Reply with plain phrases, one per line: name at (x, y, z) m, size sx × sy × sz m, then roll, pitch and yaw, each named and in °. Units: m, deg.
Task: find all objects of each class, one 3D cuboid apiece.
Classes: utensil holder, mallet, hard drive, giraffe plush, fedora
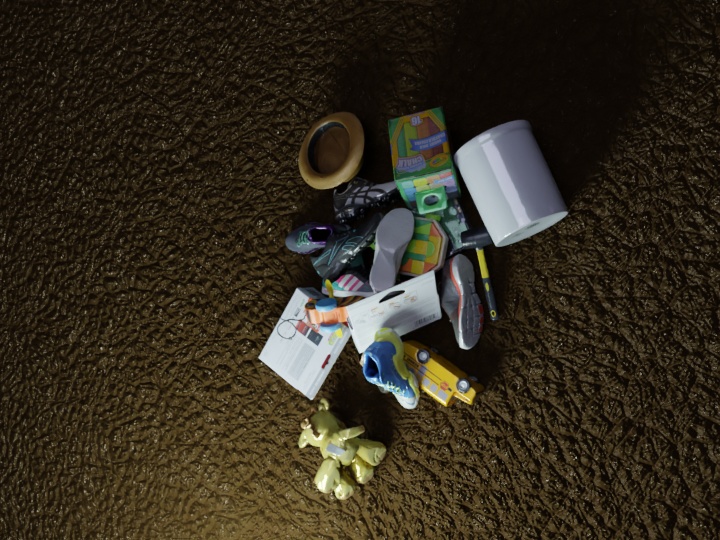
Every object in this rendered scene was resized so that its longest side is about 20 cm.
utensil holder at (0.303, -0.172, 1.401) m, size 0.169 × 0.170 × 0.201 m, roll -28°, pitch 77°, yaw 23°
mallet at (0.252, 0.008, 1.469) m, size 0.065 × 0.041 × 0.202 m, roll -3°, pitch 102°, yaw 23°
hard drive at (0.146, -0.077, 1.547) m, size 0.199 × 0.038 × 0.140 m, roll -29°, pitch 75°, yaw 24°
giraffe plush at (-0.064, 0.388, 1.576) m, size 0.172 × 0.201 × 0.162 m, roll -39°, pitch 42°, yaw -12°
fedora at (-0.053, -0.268, 1.620) m, size 0.200 × 0.082 × 0.202 m, roll -14°, pitch 63°, yaw 31°

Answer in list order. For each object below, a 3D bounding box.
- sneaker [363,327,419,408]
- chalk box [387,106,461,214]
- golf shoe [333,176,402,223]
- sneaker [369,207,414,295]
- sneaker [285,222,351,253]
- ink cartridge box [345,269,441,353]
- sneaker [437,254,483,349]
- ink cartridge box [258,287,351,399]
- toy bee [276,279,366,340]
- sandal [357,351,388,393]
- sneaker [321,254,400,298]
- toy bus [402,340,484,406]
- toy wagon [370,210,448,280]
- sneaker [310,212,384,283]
sneaker at (0.054, 0.224, 1.467) m, size 0.075 × 0.105 × 0.201 m, roll 1°, pitch 119°, yaw 48°
chalk box at (0.138, -0.217, 1.470) m, size 0.124 × 0.124 × 0.201 m, roll -12°, pitch 64°, yaw 13°
golf shoe at (0.018, -0.181, 1.595) m, size 0.199 × 0.078 × 0.095 m, roll -21°, pitch 78°, yaw 23°
sneaker at (0.062, -0.035, 1.488) m, size 0.075 × 0.089 × 0.201 m, roll 17°, pitch 71°, yaw 8°
sneaker at (-0.116, -0.085, 1.641) m, size 0.199 × 0.087 × 0.075 m, roll -6°, pitch 80°, yaw 36°
ink cartridge box at (0.067, 0.076, 1.465) m, size 0.199 × 0.174 × 0.044 m, roll -22°, pitch 49°, yaw -6°
sneaker at (0.208, 0.070, 1.502) m, size 0.082 × 0.077 × 0.202 m, roll -14°, pitch 76°, yaw 46°
ink cartridge box at (-0.114, 0.171, 1.641) m, size 0.175 × 0.084 × 0.201 m, roll 36°, pitch 103°, yaw 21°
toy bee at (-0.080, 0.080, 1.532) m, size 0.199 × 0.109 × 0.132 m, roll 8°, pitch 109°, yaw -12°
sandal at (0.018, 0.179, 1.563) m, size 0.054 × 0.082 × 0.201 m, roll -18°, pitch 91°, yaw -17°
sneaker at (0.000, 0.000, 1.597) m, size 0.199 × 0.083 × 0.122 m, roll 4°, pitch 99°, yaw 28°
toy bus at (0.164, 0.225, 1.508) m, size 0.200 × 0.065 × 0.079 m, roll 35°, pitch 103°, yaw 24°
toy wagon at (0.092, -0.055, 1.531) m, size 0.199 × 0.040 × 0.156 m, roll 12°, pitch 92°, yaw 27°
sneaker at (-0.029, -0.060, 1.523) m, size 0.200 × 0.075 × 0.079 m, roll -45°, pitch 81°, yaw 13°
